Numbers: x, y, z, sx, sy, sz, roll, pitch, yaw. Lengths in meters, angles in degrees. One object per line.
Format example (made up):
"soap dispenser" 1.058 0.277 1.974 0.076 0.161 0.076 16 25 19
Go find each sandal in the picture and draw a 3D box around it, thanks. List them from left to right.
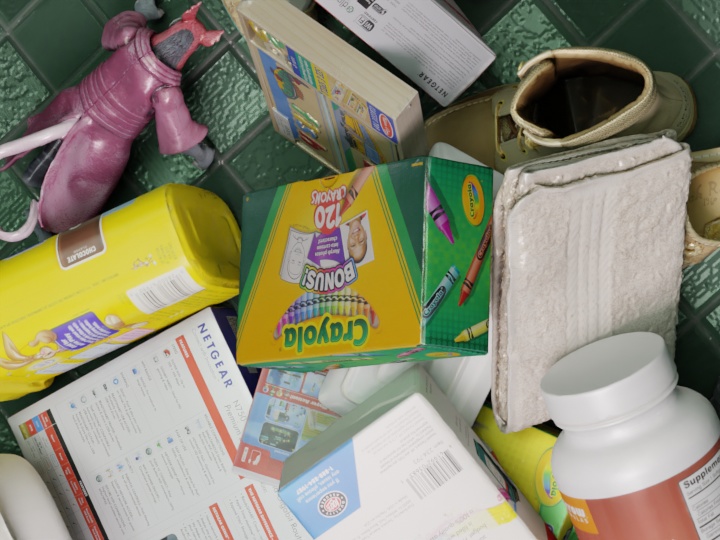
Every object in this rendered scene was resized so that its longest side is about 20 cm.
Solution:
"sandal" 0.226 -0.048 1.474 0.211 0.070 0.078 -20 82 16

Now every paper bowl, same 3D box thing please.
"paper bowl" -0.255 0.209 1.561 0.104 0.201 0.201 -23 80 -17

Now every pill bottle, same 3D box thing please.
"pill bottle" 0.188 0.146 1.424 0.112 0.112 0.200 -19 106 16

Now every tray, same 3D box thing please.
"tray" 0.050 0.027 1.469 0.107 0.022 0.200 30 106 19

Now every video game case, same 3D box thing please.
"video game case" 0.006 0.062 1.523 0.143 0.017 0.200 16 87 18

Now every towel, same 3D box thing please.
"towel" 0.148 0.008 1.435 0.132 0.034 0.200 -15 126 -18

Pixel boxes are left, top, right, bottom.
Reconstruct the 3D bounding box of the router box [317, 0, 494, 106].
"router box" -0.019 -0.217 1.452 0.049 0.200 0.180 -44 42 12

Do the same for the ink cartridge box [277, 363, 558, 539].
"ink cartridge box" 0.052 0.176 1.449 0.116 0.067 0.200 -36 101 9

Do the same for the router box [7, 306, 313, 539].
"router box" -0.131 0.154 1.593 0.179 0.049 0.200 -28 80 15

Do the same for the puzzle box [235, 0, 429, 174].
"puzzle box" -0.012 -0.105 1.489 0.133 0.200 0.025 35 77 17

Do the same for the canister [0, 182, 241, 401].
"canister" -0.189 0.015 1.567 0.200 0.149 0.087 -24 81 13

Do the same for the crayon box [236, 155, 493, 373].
"crayon box" 0.000 0.000 1.441 0.200 0.058 0.119 -9 76 51

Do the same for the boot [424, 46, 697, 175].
"boot" 0.110 -0.098 1.468 0.199 0.155 0.073 -7 86 18

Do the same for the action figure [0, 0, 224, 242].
"action figure" -0.179 -0.122 1.575 0.200 0.149 0.134 -45 70 26

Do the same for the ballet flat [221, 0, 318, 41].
"ballet flat" -0.076 -0.231 1.574 0.200 0.070 0.065 60 140 10

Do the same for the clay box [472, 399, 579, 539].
"clay box" 0.077 0.147 1.525 0.200 0.048 0.115 22 93 19

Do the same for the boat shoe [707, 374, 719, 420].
"boat shoe" 0.312 0.114 1.433 0.199 0.074 0.066 23 125 25
